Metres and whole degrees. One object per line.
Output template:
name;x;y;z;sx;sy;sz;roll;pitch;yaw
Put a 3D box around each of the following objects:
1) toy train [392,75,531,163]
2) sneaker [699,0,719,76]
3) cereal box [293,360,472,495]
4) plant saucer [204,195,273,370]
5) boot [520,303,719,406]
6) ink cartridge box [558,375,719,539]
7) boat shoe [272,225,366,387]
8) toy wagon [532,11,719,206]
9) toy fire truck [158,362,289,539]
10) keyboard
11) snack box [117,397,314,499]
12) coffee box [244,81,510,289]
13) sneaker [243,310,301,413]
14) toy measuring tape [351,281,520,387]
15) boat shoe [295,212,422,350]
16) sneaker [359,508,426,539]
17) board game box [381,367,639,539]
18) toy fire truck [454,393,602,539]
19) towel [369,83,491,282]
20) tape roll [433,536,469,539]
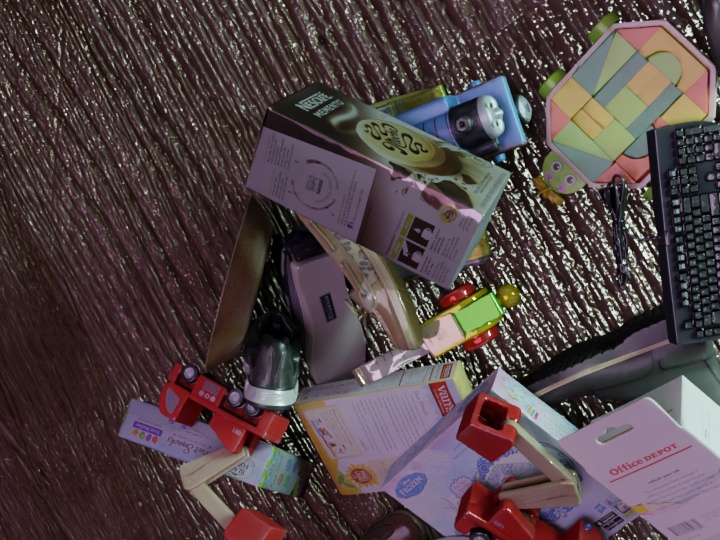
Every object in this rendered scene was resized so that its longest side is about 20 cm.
toy train;0.066;-0.124;0.847;0.199;0.114;0.087;-17;95;28
sneaker;0.346;-0.263;0.727;0.114;0.076;0.200;3;98;31
cereal box;0.042;0.181;0.974;0.199;0.040;0.144;-12;116;25
plant saucer;-0.131;0.018;0.970;0.035;0.200;0.201;15;110;-6
boot;0.268;0.132;0.864;0.200;0.077;0.139;-29;94;29
ink cartridge box;0.296;0.177;0.812;0.200;0.068;0.116;39;131;-13
boat shoe;-0.050;0.041;1.001;0.093;0.074;0.201;-135;32;-54
toy wagon;0.241;-0.138;0.827;0.155;0.040;0.200;47;117;9
toy fire truck;-0.151;0.200;0.943;0.200;0.049;0.141;23;79;24
keyboard;0.285;-0.031;0.787;0.127;0.021;0.201;-8;97;9
snack box;-0.172;0.217;1.050;0.199;0.142;0.053;14;77;21
coffee box;0.016;-0.080;0.755;0.200;0.113;0.080;27;120;8
sneaker;-0.095;0.085;0.964;0.066;0.200;0.091;7;99;-7
toy measuring tape;0.084;0.067;0.930;0.200;0.074;0.074;-31;88;20
boat shoe;0.000;0.000;0.895;0.063;0.073;0.200;-30;76;7
sneaker;0.003;0.367;1.041;0.070;0.076;0.200;44;117;10
board game box;0.157;0.227;0.911;0.199;0.043;0.200;37;125;-5
toy fire truck;0.165;0.221;0.840;0.200;0.049;0.141;31;125;0
towel;0.054;-0.087;0.938;0.143;0.023;0.201;-11;97;28
tape roll;0.139;0.378;0.965;0.202;0.037;0.203;12;126;17
